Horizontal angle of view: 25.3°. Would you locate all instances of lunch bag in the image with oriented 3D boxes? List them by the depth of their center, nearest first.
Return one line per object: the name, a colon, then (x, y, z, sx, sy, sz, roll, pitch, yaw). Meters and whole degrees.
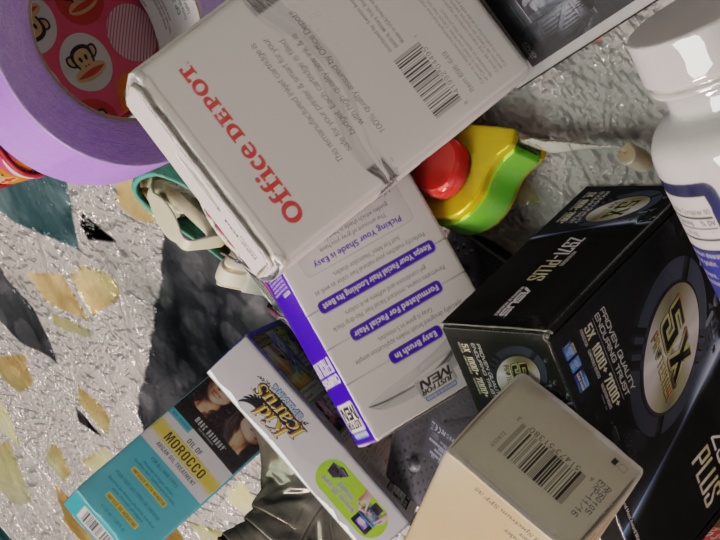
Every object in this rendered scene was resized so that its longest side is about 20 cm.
lunch bag: (-0.234, -0.174, 1.172, 0.082, 0.200, 0.177, -10, 113, 50)

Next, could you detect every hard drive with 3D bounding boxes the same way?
hard drive: (0.086, 0.085, 1.115, 0.135, 0.042, 0.202, 37, 120, 47)

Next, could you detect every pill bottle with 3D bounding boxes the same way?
pill bottle: (0.224, -0.052, 0.852, 0.119, 0.120, 0.201, -9, 115, 51)

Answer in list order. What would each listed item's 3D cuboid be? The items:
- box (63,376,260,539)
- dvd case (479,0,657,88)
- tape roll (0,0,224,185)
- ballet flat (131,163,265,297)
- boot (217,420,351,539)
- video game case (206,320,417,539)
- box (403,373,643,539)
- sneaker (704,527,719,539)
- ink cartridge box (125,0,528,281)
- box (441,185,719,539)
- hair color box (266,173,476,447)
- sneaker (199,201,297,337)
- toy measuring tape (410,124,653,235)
box: (-0.154, 0.165, 1.395, 0.082, 0.200, 0.049, 48, 147, 2)
dvd case: (0.110, -0.204, 0.920, 0.151, 0.025, 0.200, 53, 146, -5)
tape roll: (-0.182, -0.164, 1.123, 0.065, 0.200, 0.201, -16, 110, 52)
ballet flat: (-0.107, -0.024, 1.283, 0.200, 0.070, 0.068, 38, 143, 15)
boot: (-0.075, 0.190, 1.367, 0.200, 0.131, 0.068, 49, 165, -11)
video game case: (-0.027, 0.122, 1.250, 0.182, 0.045, 0.200, 49, -174, 3)
box: (0.082, 0.163, 0.957, 0.095, 0.078, 0.201, 38, 143, 16)
sneaker: (0.261, 0.270, 1.156, 0.107, 0.067, 0.203, 2, 120, 48)
ink cartridge box: (-0.023, -0.110, 0.973, 0.146, 0.200, 0.085, 52, 166, -2)
box: (0.160, 0.074, 1.000, 0.086, 0.164, 0.201, 2, 123, 47)
hair color box: (0.000, 0.000, 1.040, 0.201, 0.109, 0.065, 60, 164, 4)
sneaker: (-0.052, -0.009, 1.101, 0.201, 0.080, 0.075, 57, 159, 0)
toy measuring tape: (0.095, -0.054, 1.029, 0.199, 0.073, 0.074, 10, 130, 45)
